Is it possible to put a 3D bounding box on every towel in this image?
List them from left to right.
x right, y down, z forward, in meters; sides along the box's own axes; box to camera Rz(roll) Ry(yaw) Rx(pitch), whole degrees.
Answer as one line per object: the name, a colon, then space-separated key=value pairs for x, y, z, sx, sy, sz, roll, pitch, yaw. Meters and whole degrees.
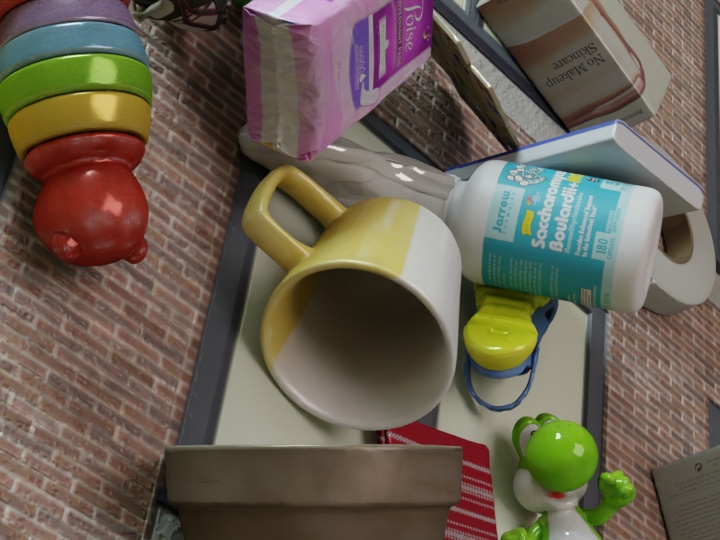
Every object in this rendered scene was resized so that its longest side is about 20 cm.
towel: x=0.064 y=0.218 z=1.270 sx=0.144 sy=0.022 sz=0.201 roll=24 pitch=54 yaw=-44

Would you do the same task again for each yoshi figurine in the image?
yoshi figurine: x=0.176 y=0.211 z=1.335 sx=0.112 sy=0.112 sz=0.201 roll=6 pitch=63 yaw=-50

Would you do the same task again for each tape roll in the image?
tape roll: x=0.316 y=-0.050 z=1.726 sx=0.202 sy=0.037 sz=0.203 roll=29 pitch=48 yaw=-38

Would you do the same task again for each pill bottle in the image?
pill bottle: x=0.156 y=-0.034 z=1.386 sx=0.111 sy=0.199 sz=0.111 roll=11 pitch=90 yaw=-76

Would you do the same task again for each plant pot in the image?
plant pot: x=-0.031 y=0.201 z=1.046 sx=0.200 sy=0.199 sz=0.174 roll=9 pitch=78 yaw=-48

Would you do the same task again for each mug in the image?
mug: x=0.009 y=0.004 z=1.227 sx=0.153 sy=0.149 sz=0.187 roll=-66 pitch=145 yaw=-55

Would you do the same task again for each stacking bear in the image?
stacking bear: x=-0.193 y=-0.100 z=1.080 sx=0.121 sy=0.113 sz=0.201 roll=3 pitch=71 yaw=-50

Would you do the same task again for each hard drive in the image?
hard drive: x=0.191 y=-0.075 z=1.449 sx=0.132 sy=0.200 sz=0.025 roll=32 pitch=60 yaw=-35

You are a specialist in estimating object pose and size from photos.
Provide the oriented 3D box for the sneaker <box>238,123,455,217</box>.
sneaker: x=-0.016 y=-0.063 z=1.309 sx=0.199 sy=0.075 sz=0.089 roll=15 pitch=101 yaw=-29

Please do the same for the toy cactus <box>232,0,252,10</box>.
toy cactus: x=-0.027 y=-0.221 z=1.376 sx=0.200 sy=0.102 sz=0.166 roll=-23 pitch=97 yaw=-62

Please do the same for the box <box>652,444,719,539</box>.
box: x=0.392 y=0.278 z=1.562 sx=0.152 sy=0.106 sz=0.201 roll=12 pitch=60 yaw=-47

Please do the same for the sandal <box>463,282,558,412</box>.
sandal: x=0.131 y=0.057 z=1.419 sx=0.200 sy=0.079 sz=0.087 roll=-53 pitch=148 yaw=-58

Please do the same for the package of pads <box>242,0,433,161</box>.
package of pads: x=-0.015 y=-0.183 z=1.252 sx=0.200 sy=0.075 sz=0.121 roll=-44 pitch=145 yaw=-46

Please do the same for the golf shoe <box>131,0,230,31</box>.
golf shoe: x=-0.138 y=-0.218 z=1.181 sx=0.088 sy=0.200 sz=0.077 roll=-19 pitch=92 yaw=-15

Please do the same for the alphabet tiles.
alphabet tiles: x=0.090 y=-0.182 z=1.449 sx=0.167 sy=0.006 sz=0.200 roll=54 pitch=1 yaw=33

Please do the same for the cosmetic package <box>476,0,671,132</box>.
cosmetic package: x=0.226 y=-0.240 z=1.675 sx=0.200 sy=0.103 sz=0.087 roll=49 pitch=41 yaw=-17
